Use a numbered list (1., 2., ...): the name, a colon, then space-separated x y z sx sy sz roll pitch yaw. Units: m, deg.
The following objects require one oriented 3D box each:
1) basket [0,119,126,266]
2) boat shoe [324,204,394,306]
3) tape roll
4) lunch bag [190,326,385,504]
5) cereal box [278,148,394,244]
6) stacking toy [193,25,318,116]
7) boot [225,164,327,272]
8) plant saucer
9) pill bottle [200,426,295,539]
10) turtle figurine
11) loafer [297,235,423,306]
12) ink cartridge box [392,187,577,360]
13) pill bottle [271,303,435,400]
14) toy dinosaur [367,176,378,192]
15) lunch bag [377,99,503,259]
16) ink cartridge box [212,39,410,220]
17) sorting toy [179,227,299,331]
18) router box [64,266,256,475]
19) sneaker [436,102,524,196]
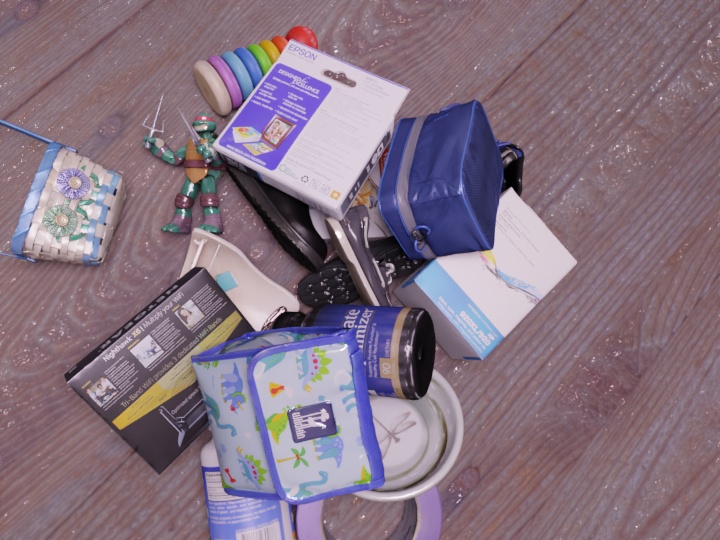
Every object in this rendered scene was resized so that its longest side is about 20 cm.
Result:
1. basket: -0.433 -0.097 0.734 0.198 0.139 0.178 14 80 -16
2. boat shoe: 0.022 0.004 0.748 0.062 0.073 0.201 -31 108 -11
3. tape roll: 0.008 0.332 0.759 0.197 0.085 0.203 1 80 -8
4. lunch bag: -0.074 0.155 0.604 0.198 0.127 0.172 -9 97 30
5. cereal box: -0.032 -0.116 0.844 0.197 0.040 0.146 -3 81 -8
6. stacking toy: -0.154 -0.324 0.845 0.199 0.085 0.086 -36 87 -17
7. boot: -0.075 -0.120 0.778 0.157 0.079 0.212 -37 85 -12
8. plant saucer: 0.034 0.206 0.712 0.197 0.051 0.202 -2 48 3
9. pill bottle: -0.154 0.280 0.730 0.111 0.112 0.202 -8 82 -9
10. turtle figurine: -0.239 -0.155 0.784 0.100 0.149 0.203 -2 94 -48
11. loafer: 0.000 0.000 0.821 0.199 0.070 0.069 -22 108 5
12. ink cartridge box: 0.177 0.010 0.800 0.200 0.147 0.145 -42 89 -11
13. pill bottle: -0.012 0.100 0.695 0.198 0.112 0.113 0 80 23
14. toy dinosaur: 0.088 -0.096 0.830 0.198 0.061 0.107 3 46 -33
15. lunch bag: 0.100 -0.107 0.708 0.131 0.136 0.201 -6 49 31
16. ink cartridge box: -0.062 -0.195 0.733 0.197 0.043 0.201 28 75 13
17. sorting toy: -0.186 0.072 0.770 0.178 0.107 0.202 22 80 -12
18. router box: -0.226 0.119 0.673 0.200 0.052 0.158 -43 113 -24
19. sneaker: 0.199 -0.185 0.850 0.080 0.115 0.201 -29 86 -12
